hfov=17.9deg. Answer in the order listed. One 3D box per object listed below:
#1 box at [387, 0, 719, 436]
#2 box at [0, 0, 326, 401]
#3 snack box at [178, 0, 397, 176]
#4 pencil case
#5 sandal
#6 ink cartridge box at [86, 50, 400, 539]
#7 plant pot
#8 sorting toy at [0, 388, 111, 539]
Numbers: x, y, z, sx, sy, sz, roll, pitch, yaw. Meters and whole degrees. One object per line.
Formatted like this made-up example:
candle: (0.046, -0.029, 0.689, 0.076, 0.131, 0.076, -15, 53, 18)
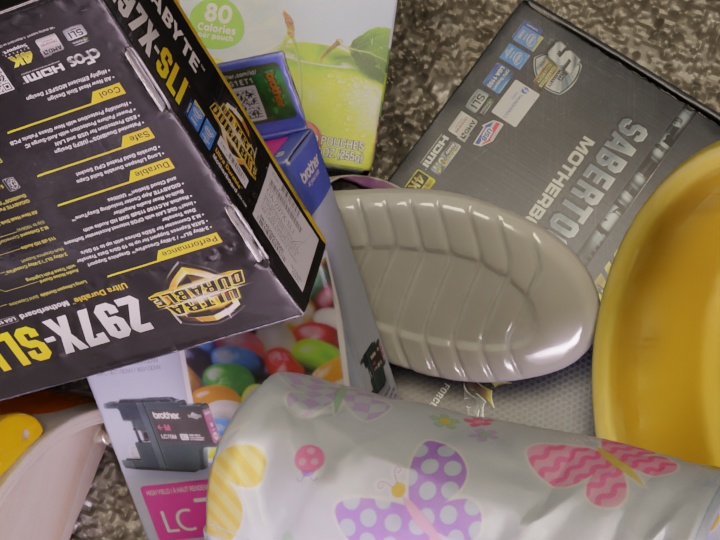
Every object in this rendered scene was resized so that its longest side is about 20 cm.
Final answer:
box: (0.079, 0.004, 0.989, 0.158, 0.051, 0.200, 35, 79, 12)
box: (-0.138, -0.029, 0.850, 0.200, 0.160, 0.049, -17, 37, 23)
snack box: (-0.084, -0.123, 0.946, 0.200, 0.053, 0.142, 8, 88, -1)
pencil case: (0.042, 0.095, 0.842, 0.200, 0.083, 0.091, 10, 31, 21)
sandal: (0.000, -0.007, 0.944, 0.202, 0.083, 0.050, 8, 30, 10)
ink cartridge box: (-0.057, 0.018, 0.921, 0.119, 0.042, 0.200, -9, 112, 21)
plant pot: (0.223, 0.046, 0.890, 0.189, 0.201, 0.201, -1, 69, -36)
sorting toy: (-0.217, 0.117, 0.959, 0.180, 0.107, 0.200, 12, 73, 26)
